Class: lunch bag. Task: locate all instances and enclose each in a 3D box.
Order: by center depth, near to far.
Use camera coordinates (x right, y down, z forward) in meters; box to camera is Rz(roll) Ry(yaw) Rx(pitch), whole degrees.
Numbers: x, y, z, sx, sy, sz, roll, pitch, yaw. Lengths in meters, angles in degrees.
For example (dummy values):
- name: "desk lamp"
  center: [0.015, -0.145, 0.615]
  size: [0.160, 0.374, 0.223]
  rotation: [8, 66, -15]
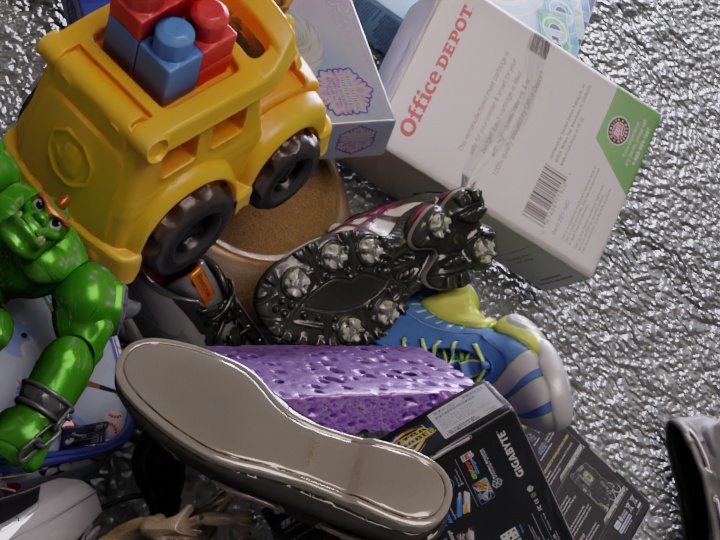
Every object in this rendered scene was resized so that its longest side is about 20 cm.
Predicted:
- name: "lunch bag"
  center: [-0.228, 0.045, 1.162]
  size: [0.160, 0.076, 0.201]
  rotation: [-4, 66, -34]

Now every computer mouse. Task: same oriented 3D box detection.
- name: "computer mouse"
  center: [-0.180, 0.160, 1.118]
  size: [0.200, 0.110, 0.044]
  rotation: [-18, 43, -33]

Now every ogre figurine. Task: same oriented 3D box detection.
- name: "ogre figurine"
  center: [-0.214, 0.001, 1.094]
  size: [0.120, 0.098, 0.200]
  rotation: [-41, 70, -21]

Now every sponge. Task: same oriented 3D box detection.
- name: "sponge"
  center: [-0.035, 0.073, 1.185]
  size: [0.199, 0.112, 0.030]
  rotation: [1, 103, -22]

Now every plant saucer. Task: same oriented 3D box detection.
- name: "plant saucer"
  center: [-0.084, -0.059, 1.345]
  size: [0.200, 0.035, 0.201]
  rotation: [17, 55, -26]

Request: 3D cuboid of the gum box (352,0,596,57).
- name: "gum box"
  center: [0.084, -0.216, 1.547]
  size: [0.200, 0.045, 0.170]
  rotation: [35, 49, -15]

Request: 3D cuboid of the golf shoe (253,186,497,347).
- name: "golf shoe"
  center: [0.000, 0.000, 1.310]
  size: [0.200, 0.088, 0.077]
  rotation: [-21, 106, -36]

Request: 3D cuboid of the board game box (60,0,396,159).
- name: "board game box"
  center: [-0.098, -0.162, 1.343]
  size: [0.199, 0.041, 0.200]
  rotation: [-6, 57, -22]

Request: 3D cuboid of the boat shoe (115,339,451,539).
- name: "boat shoe"
  center: [-0.048, 0.105, 1.072]
  size: [0.199, 0.057, 0.067]
  rotation: [25, 49, 2]

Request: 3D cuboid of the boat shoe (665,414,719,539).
- name: "boat shoe"
  center: [0.252, 0.194, 1.415]
  size: [0.057, 0.067, 0.201]
  rotation: [11, 52, -10]

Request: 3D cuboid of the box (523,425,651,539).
- name: "box"
  center: [0.095, 0.178, 1.324]
  size: [0.160, 0.044, 0.200]
  rotation: [43, 48, -5]

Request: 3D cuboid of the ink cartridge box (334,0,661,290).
- name: "ink cartridge box"
  center: [0.102, -0.099, 1.437]
  size: [0.200, 0.084, 0.146]
  rotation: [31, 71, -15]

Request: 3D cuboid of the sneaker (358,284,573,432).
- name: "sneaker"
  center: [0.058, 0.067, 1.301]
  size: [0.105, 0.200, 0.076]
  rotation: [-21, 116, -18]

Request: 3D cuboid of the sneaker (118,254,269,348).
- name: "sneaker"
  center: [-0.101, 0.041, 1.245]
  size: [0.200, 0.079, 0.074]
  rotation: [46, 48, -9]

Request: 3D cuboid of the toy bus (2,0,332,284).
- name: "toy bus"
  center: [-0.102, -0.119, 1.163]
  size: [0.136, 0.192, 0.200]
  rotation: [43, 52, 18]

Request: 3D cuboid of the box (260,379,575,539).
- name: "box"
  center: [0.053, 0.188, 1.175]
  size: [0.159, 0.046, 0.200]
  rotation: [-30, 118, -7]

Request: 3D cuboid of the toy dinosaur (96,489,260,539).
- name: "toy dinosaur"
  center: [-0.123, 0.157, 1.073]
  size: [0.200, 0.101, 0.058]
  rotation: [0, 86, -51]
